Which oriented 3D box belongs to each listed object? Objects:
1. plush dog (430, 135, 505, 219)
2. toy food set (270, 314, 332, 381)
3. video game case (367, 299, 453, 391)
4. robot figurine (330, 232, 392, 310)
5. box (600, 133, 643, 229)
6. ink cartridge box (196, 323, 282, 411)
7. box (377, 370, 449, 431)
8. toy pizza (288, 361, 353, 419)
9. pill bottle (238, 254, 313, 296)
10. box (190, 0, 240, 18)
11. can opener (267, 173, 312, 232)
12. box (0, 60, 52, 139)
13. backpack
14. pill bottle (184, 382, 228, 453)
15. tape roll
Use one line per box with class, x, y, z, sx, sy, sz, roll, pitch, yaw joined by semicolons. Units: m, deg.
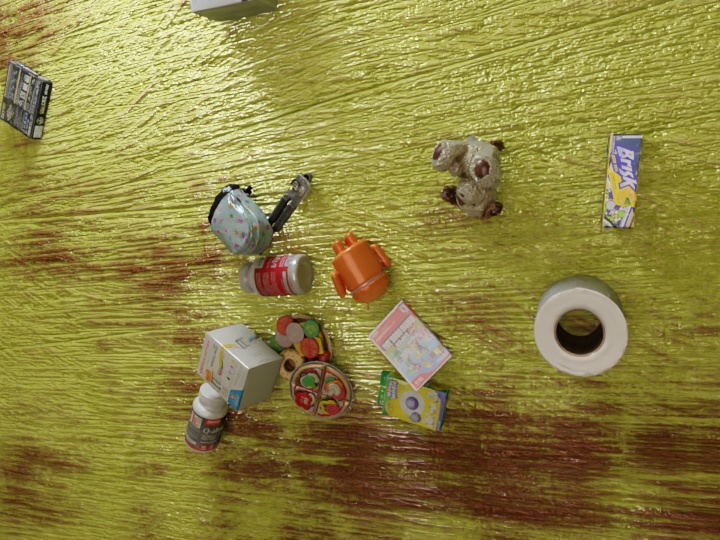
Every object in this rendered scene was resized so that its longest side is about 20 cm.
plush dog;0.275;-0.214;1.323;0.199;0.158;0.175;31;130;42
toy food set;-0.176;0.224;1.632;0.196;0.049;0.203;-12;97;24
video game case;0.132;0.201;1.494;0.143;0.017;0.200;-46;77;13
robot figurine;-0.002;0.001;1.475;0.116;0.143;0.202;-34;88;41
box;0.576;-0.198;1.224;0.068;0.064;0.205;5;104;21
ink cartridge box;-0.361;0.281;1.644;0.198;0.143;0.150;32;113;29
box;0.139;0.356;1.535;0.196;0.048;0.120;13;105;21
toy pizza;-0.118;0.357;1.620;0.195;0.032;0.205;5;115;10
pill bottle;-0.242;0.016;1.578;0.195;0.112;0.115;-4;100;22
box;-0.334;-0.773;1.432;0.195;0.130;0.204;1;102;22
can opener;-0.193;-0.191;1.552;0.053;0.067;0.200;46;127;6
box;-1.114;-0.564;1.841;0.159;0.049;0.203;29;111;12
backpack;-0.340;-0.127;1.567;0.200;0.125;0.168;45;121;23
pill bottle;-0.489;0.469;1.777;0.114;0.116;0.204;24;110;15
tape roll;0.507;0.124;1.282;0.198;0.139;0.208;5;103;21
